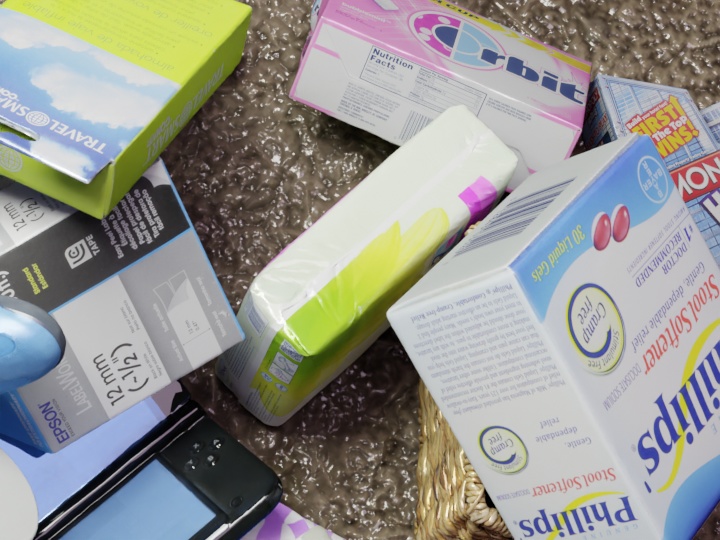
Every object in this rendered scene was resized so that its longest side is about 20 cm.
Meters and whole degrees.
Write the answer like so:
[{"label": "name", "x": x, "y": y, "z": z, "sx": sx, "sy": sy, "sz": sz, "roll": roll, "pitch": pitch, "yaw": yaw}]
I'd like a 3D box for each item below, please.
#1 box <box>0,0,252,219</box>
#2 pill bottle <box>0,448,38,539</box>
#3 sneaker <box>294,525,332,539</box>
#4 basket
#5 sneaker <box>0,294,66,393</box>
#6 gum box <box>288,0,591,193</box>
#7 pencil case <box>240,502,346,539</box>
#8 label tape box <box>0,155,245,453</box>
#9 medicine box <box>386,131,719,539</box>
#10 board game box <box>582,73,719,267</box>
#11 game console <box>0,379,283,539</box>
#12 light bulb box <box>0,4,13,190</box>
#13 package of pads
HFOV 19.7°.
[{"label": "box", "x": -0.156, "y": -0.107, "z": 1.151, "sx": 0.121, "sy": 0.048, "sz": 0.200, "roll": 23, "pitch": 41, "yaw": 10}, {"label": "pill bottle", "x": -0.276, "y": 0.180, "z": 1.159, "sx": 0.116, "sy": 0.200, "sz": 0.117, "roll": 37, "pitch": 22, "yaw": -18}, {"label": "sneaker", "x": 0.008, "y": 0.227, "z": 1.205, "sx": 0.099, "sy": 0.078, "sz": 0.200, "roll": -43, "pitch": 123, "yaw": -7}, {"label": "basket", "x": 0.117, "y": 0.089, "z": 1.319, "sx": 0.142, "sy": 0.149, "sz": 0.201, "roll": 7, "pitch": 67, "yaw": -10}, {"label": "sneaker", "x": -0.259, "y": 0.061, "z": 1.126, "sx": 0.199, "sy": 0.066, "sz": 0.079, "roll": -4, "pitch": 40, "yaw": 9}, {"label": "gum box", "x": 0.052, "y": -0.132, "z": 1.407, "sx": 0.199, "sy": 0.066, "sz": 0.114, "roll": 23, "pitch": 30, "yaw": -3}, {"label": "pencil case", "x": -0.010, "y": 0.201, "z": 1.285, "sx": 0.199, "sy": 0.084, "sz": 0.086, "roll": 27, "pitch": 30, "yaw": -4}, {"label": "label tape box", "x": -0.183, "y": 0.027, "z": 1.193, "sx": 0.199, "sy": 0.144, "sz": 0.066, "roll": -32, "pitch": 40, "yaw": -12}, {"label": "medicine box", "x": 0.141, "y": 0.053, "z": 1.236, "sx": 0.182, "sy": 0.103, "sz": 0.201, "roll": -42, "pitch": 106, "yaw": -45}, {"label": "board game box", "x": 0.248, "y": -0.061, "z": 1.456, "sx": 0.199, "sy": 0.062, "sz": 0.201, "roll": -24, "pitch": 77, "yaw": -20}, {"label": "game console", "x": -0.178, "y": 0.127, "z": 1.237, "sx": 0.200, "sy": 0.171, "sz": 0.119, "roll": -40, "pitch": 124, "yaw": -14}, {"label": "light bulb box", "x": -0.311, "y": -0.073, "z": 1.241, "sx": 0.197, "sy": 0.201, "sz": 0.125, "roll": 20, "pitch": 39, "yaw": -3}, {"label": "package of pads", "x": 0.000, "y": 0.000, "z": 1.325, "sx": 0.068, "sy": 0.155, "sz": 0.200, "roll": 45, "pitch": 65, "yaw": 8}]
